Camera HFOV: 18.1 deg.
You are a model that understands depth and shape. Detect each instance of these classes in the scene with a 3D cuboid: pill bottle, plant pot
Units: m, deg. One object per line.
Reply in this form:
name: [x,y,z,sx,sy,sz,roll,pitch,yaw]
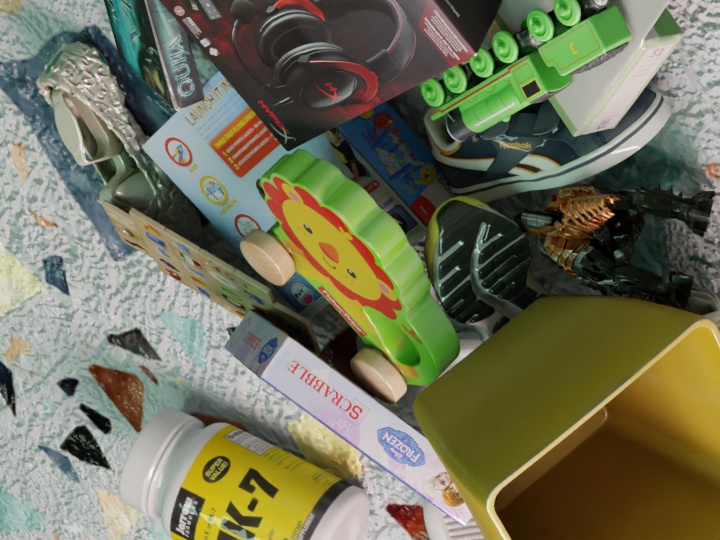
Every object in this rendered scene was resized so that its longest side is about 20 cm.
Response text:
pill bottle: [-0.103,0.203,1.979,0.200,0.114,0.115,24,133,18]
plant pot: [0.153,0.132,1.596,0.176,0.200,0.200,33,158,54]

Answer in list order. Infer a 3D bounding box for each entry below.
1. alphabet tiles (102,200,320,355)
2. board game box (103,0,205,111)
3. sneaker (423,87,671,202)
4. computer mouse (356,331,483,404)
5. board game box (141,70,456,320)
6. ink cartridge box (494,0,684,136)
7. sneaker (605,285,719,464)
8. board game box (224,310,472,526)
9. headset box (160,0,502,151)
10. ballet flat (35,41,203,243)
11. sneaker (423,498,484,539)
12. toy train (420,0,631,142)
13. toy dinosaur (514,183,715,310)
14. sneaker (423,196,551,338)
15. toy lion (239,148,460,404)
alphabet tiles: [-0.121,0.007,1.857,0.200,0.006,0.166,30,168,12]
board game box: [-0.175,-0.233,1.713,0.135,0.028,0.201,44,152,57]
sneaker: [0.125,-0.105,1.618,0.200,0.078,0.079,-17,117,43]
computer mouse: [0.076,0.086,1.818,0.199,0.044,0.110,5,126,31]
board game box: [-0.047,-0.079,1.757,0.196,0.056,0.200,48,141,-5]
ink cartridge box: [0.162,-0.206,1.498,0.146,0.048,0.200,59,140,22]
sneaker: [0.262,0.082,1.669,0.200,0.074,0.116,28,137,16]
board game box: [-0.006,0.113,1.788,0.200,0.041,0.199,37,177,-11]
headset box: [-0.013,-0.190,1.548,0.200,0.075,0.149,-24,117,35]
ballet flat: [-0.206,-0.092,1.864,0.072,0.072,0.200,-16,113,41]
sneaker: [0.087,0.269,1.927,0.082,0.074,0.200,-12,114,36]
toy train: [0.109,-0.138,1.527,0.200,0.042,0.057,-28,90,54]
toy dinosaur: [0.173,-0.019,1.599,0.135,0.200,0.102,15,102,7]
sneaker: [0.081,-0.008,1.676,0.090,0.078,0.200,54,178,30]
toy lion: [0.000,0.000,1.643,0.200,0.069,0.192,48,162,-7]
